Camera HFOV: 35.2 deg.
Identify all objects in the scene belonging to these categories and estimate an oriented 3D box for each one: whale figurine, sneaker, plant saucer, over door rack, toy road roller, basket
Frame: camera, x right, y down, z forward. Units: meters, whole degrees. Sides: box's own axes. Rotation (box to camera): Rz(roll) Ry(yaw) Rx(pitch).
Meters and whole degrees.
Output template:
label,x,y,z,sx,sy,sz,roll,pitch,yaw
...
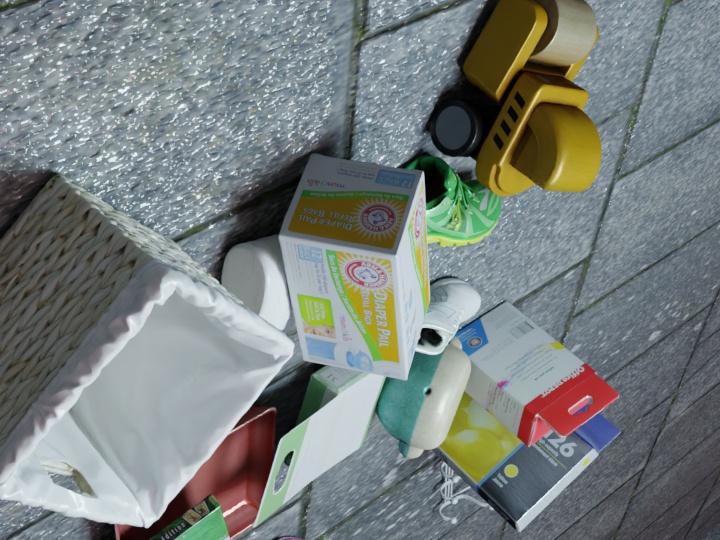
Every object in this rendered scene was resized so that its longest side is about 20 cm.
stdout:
label,x,y,z,sx,sy,sz,roll,pitch,yaw
whale figurine,0.070,0.148,1.388,0.200,0.104,0.159,63,48,-82
sneaker,-0.097,0.056,1.082,0.088,0.075,0.200,-27,144,-53
plant saucer,-0.181,0.243,1.208,0.199,0.037,0.200,-28,143,-31
over door rack,0.207,0.295,1.739,0.200,0.067,0.148,-34,147,-23
toy road roller,0.180,-0.163,1.111,0.123,0.146,0.200,-4,128,-51
basket,-0.195,0.063,0.865,0.200,0.161,0.198,-49,150,2
sneaker,0.085,-0.073,1.161,0.200,0.074,0.084,-11,137,-46
sneaker,0.082,0.061,1.304,0.200,0.080,0.071,-11,131,-48

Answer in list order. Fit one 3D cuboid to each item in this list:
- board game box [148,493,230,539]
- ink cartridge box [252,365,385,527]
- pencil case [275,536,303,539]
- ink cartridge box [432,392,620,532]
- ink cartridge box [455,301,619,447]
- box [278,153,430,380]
label,x,y,z,sx,sy,sz,roll,pitch,yaw
board game box,-0.224,0.323,1.184,0.200,0.023,0.105,-34,144,-23
ink cartridge box,-0.054,0.179,1.262,0.200,0.048,0.146,-28,145,-46
pencil case,-0.118,0.439,1.464,0.086,0.083,0.200,8,117,-54
ink cartridge box,0.209,0.212,1.521,0.200,0.198,0.047,-41,150,-14
ink cartridge box,0.214,0.141,1.443,0.116,0.200,0.067,-29,144,-30
box,0.000,0.000,1.063,0.200,0.112,0.102,82,22,-52
